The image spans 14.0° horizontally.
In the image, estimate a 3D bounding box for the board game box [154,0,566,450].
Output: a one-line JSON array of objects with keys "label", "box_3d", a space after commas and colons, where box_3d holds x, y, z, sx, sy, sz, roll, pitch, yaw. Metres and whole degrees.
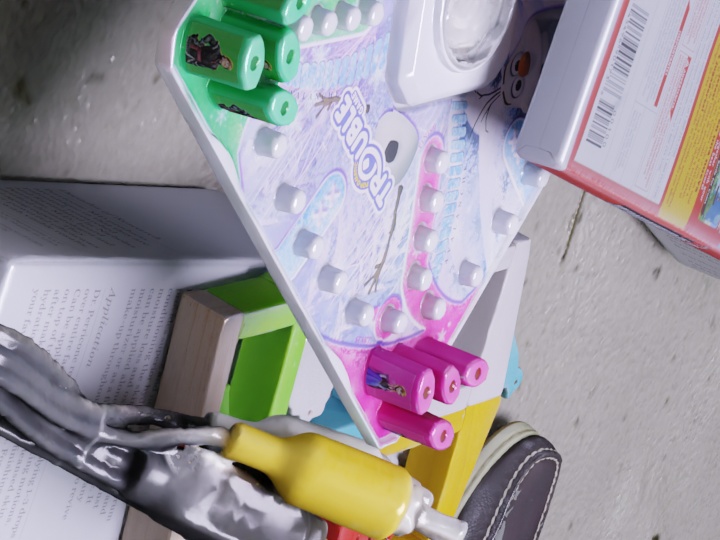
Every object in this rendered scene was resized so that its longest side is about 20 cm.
[{"label": "board game box", "box_3d": [0.033, -0.076, 0.822, 0.201, 0.026, 0.200, -59, 149, -22]}]

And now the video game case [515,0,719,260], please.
[{"label": "video game case", "box_3d": [0.114, -0.082, 0.915, 0.200, 0.017, 0.144, 21, 89, -63]}]

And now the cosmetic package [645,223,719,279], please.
[{"label": "cosmetic package", "box_3d": [0.211, -0.077, 1.268, 0.166, 0.164, 0.200, -62, 152, -6]}]

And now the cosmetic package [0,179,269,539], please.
[{"label": "cosmetic package", "box_3d": [-0.091, 0.029, 0.941, 0.200, 0.071, 0.102, 2, 111, -59]}]

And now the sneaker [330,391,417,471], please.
[{"label": "sneaker", "box_3d": [0.000, 0.000, 1.059, 0.078, 0.079, 0.201, -6, 121, -54]}]

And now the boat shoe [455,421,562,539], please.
[{"label": "boat shoe", "box_3d": [0.051, 0.167, 1.300, 0.073, 0.065, 0.201, 12, 101, -60]}]

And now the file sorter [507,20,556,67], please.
[{"label": "file sorter", "box_3d": [0.039, -0.139, 0.959, 0.200, 0.138, 0.123, 3, 107, -60]}]

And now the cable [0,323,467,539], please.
[{"label": "cable", "box_3d": [-0.066, 0.042, 0.852, 0.200, 0.097, 0.051, 31, 73, -32]}]

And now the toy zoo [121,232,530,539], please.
[{"label": "toy zoo", "box_3d": [-0.004, 0.054, 1.002, 0.200, 0.020, 0.132, -13, 125, -52]}]
